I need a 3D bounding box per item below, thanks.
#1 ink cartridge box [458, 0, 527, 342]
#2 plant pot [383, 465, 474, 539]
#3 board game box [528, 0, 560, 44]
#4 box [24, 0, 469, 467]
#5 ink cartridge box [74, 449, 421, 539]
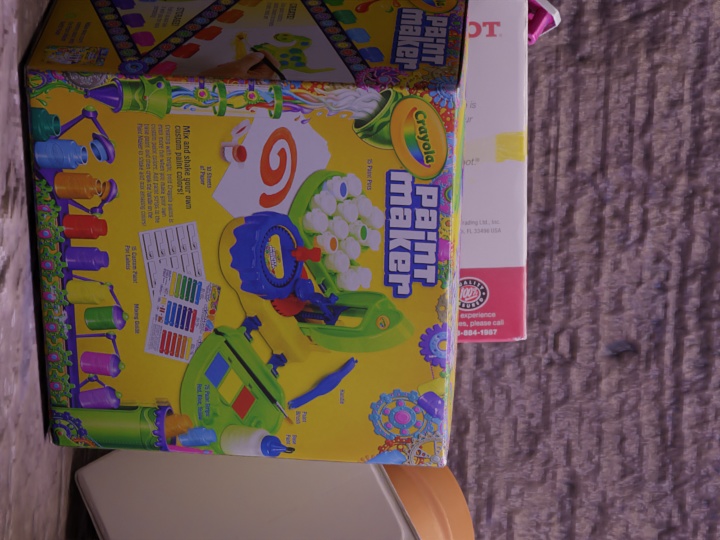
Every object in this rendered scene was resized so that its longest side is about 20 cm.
[{"bbox_3d":[0.019,-0.065,1.294,0.083,0.144,0.202,-108,-162,-78],"label":"ink cartridge box"},{"bbox_3d":[-0.031,0.216,1.693,0.140,0.198,0.202,-28,123,-65],"label":"plant pot"},{"bbox_3d":[0.009,-0.192,1.465,0.026,0.200,0.200,-54,-169,-21],"label":"board game box"},{"bbox_3d":[-0.047,-0.027,1.076,0.122,0.191,0.202,-81,173,-59],"label":"box"},{"bbox_3d":[-0.046,0.158,1.231,0.147,0.146,0.200,62,-5,16],"label":"ink cartridge box"}]
